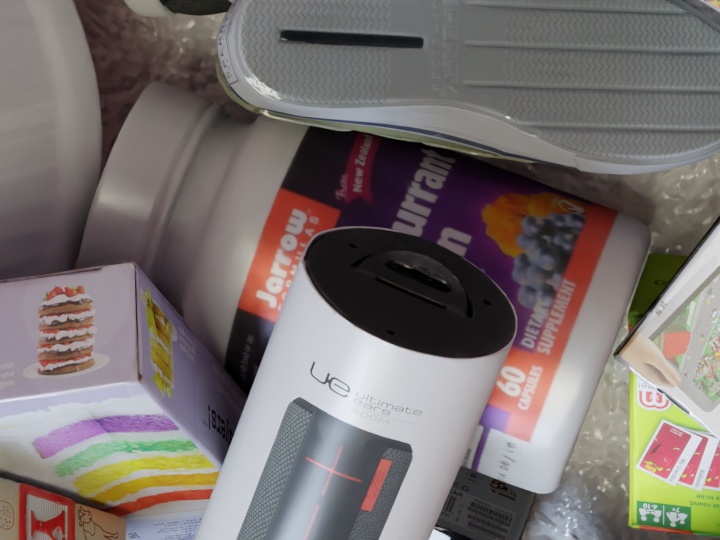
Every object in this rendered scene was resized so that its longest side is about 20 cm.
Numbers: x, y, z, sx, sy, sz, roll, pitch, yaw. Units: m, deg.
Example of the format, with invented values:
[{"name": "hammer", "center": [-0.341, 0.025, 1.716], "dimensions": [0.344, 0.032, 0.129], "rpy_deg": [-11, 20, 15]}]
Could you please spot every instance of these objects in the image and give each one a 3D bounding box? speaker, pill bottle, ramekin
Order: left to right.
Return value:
[{"name": "ramekin", "center": [-0.203, -0.057, 1.074], "dimensions": [0.200, 0.098, 0.201], "rpy_deg": [12, 110, 34]}, {"name": "speaker", "center": [-0.013, 0.085, 1.013], "dimensions": [0.081, 0.081, 0.200], "rpy_deg": [24, 119, 3]}, {"name": "pill bottle", "center": [0.000, 0.000, 1.077], "dimensions": [0.199, 0.112, 0.112], "rpy_deg": [20, 125, 5]}]

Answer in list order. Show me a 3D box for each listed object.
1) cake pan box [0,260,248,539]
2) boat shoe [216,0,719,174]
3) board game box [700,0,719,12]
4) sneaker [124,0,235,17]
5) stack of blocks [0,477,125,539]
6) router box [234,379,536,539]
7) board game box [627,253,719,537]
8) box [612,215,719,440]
[{"name": "cake pan box", "center": [-0.147, 0.061, 1.048], "dimensions": [0.199, 0.053, 0.184], "rpy_deg": [-7, 155, 10]}, {"name": "boat shoe", "center": [0.044, -0.076, 1.036], "dimensions": [0.199, 0.062, 0.072], "rpy_deg": [8, 86, -12]}, {"name": "board game box", "center": [0.097, -0.192, 0.955], "dimensions": [0.200, 0.064, 0.148], "rpy_deg": [30, 126, -2]}, {"name": "sneaker", "center": [-0.047, -0.165, 0.993], "dimensions": [0.111, 0.073, 0.200], "rpy_deg": [0, 149, 14]}, {"name": "stack of blocks", "center": [-0.198, 0.130, 1.062], "dimensions": [0.200, 0.059, 0.115], "rpy_deg": [-19, 151, 34]}, {"name": "router box", "center": [-0.043, 0.125, 1.206], "dimensions": [0.199, 0.052, 0.158], "rpy_deg": [23, 126, 4]}, {"name": "board game box", "center": [0.204, 0.057, 1.084], "dimensions": [0.199, 0.048, 0.102], "rpy_deg": [6, 123, 15]}, {"name": "box", "center": [0.193, -0.014, 1.012], "dimensions": [0.110, 0.035, 0.200], "rpy_deg": [38, 111, 4]}]
